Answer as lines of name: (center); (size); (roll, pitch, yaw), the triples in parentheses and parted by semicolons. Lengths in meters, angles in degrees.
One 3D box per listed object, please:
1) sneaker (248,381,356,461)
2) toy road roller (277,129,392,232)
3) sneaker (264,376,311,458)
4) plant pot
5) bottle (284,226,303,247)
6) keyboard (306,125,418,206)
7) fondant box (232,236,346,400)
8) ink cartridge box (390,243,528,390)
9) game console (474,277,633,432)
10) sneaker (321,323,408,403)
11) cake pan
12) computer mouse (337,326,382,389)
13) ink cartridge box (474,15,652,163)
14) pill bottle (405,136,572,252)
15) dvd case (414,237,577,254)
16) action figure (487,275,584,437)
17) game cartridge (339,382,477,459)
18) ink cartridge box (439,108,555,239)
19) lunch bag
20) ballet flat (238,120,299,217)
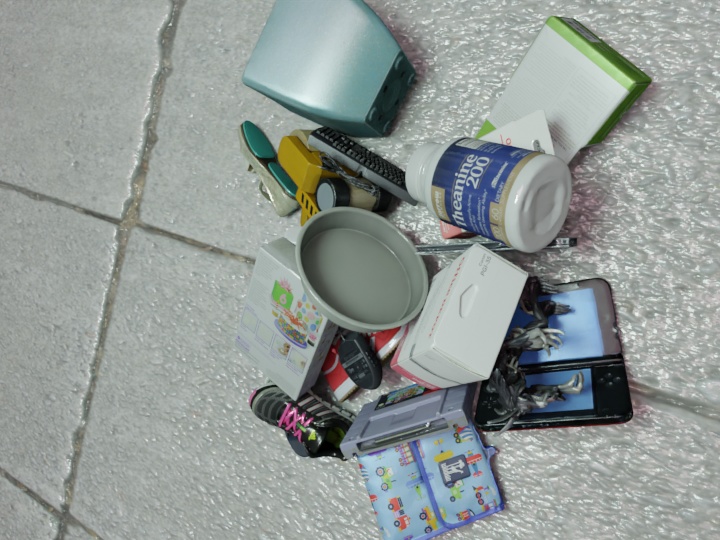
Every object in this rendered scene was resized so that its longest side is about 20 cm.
sneaker: (-0.083, 0.241, 0.850); (0.197, 0.088, 0.075); (28, 99, -13)
toy road roller: (-0.056, -0.123, 0.889); (0.201, 0.121, 0.147); (54, 134, 30)
sneaker: (-0.120, 0.224, 0.927); (0.077, 0.079, 0.205); (-13, 83, 24)
plant pot: (-0.028, -0.319, 0.854); (0.198, 0.195, 0.199); (32, 101, 15)
bottle: (-0.103, 0.026, 0.887); (0.083, 0.065, 0.203); (34, 134, 31)
keyboard: (0.007, -0.160, 0.832); (0.197, 0.128, 0.021); (30, 128, 3)
fondant box: (-0.109, 0.075, 0.822); (0.143, 0.058, 0.203); (35, 125, 19)
ink cartridge box: (0.123, 0.072, 0.719); (0.082, 0.200, 0.149); (28, 72, -3)
game console: (0.247, 0.113, 0.732); (0.196, 0.173, 0.121); (-12, 110, 25)
sneaker: (0.001, 0.110, 0.876); (0.200, 0.071, 0.113); (-46, 73, 19)
cake pan: (0.000, 0.000, 0.753); (0.202, 0.198, 0.037); (54, 142, 18)
computer mouse: (-0.024, 0.089, 0.825); (0.058, 0.034, 0.203); (-33, 84, 42)
ink cartridge box: (0.273, -0.223, 0.763); (0.148, 0.075, 0.201); (50, 134, 20)
pill bottle: (0.149, -0.104, 0.675); (0.199, 0.110, 0.113); (28, 100, 48)
dvd case: (0.190, -0.034, 0.747); (0.196, 0.148, 0.016); (-1, 93, 26)
action figure: (0.215, 0.108, 0.666); (0.100, 0.119, 0.203); (-3, 50, 36)
game cartridge: (0.073, 0.210, 0.804); (0.197, 0.130, 0.039); (-24, 101, 23)
ink cartridge box: (0.196, -0.127, 0.757); (0.198, 0.067, 0.119); (-20, 78, 48)
lunch bag: (0.112, 0.306, 0.814); (0.197, 0.094, 0.153); (-24, 77, 10)
ballet flat: (-0.179, -0.184, 0.987); (0.062, 0.067, 0.202); (-43, 70, 28)
